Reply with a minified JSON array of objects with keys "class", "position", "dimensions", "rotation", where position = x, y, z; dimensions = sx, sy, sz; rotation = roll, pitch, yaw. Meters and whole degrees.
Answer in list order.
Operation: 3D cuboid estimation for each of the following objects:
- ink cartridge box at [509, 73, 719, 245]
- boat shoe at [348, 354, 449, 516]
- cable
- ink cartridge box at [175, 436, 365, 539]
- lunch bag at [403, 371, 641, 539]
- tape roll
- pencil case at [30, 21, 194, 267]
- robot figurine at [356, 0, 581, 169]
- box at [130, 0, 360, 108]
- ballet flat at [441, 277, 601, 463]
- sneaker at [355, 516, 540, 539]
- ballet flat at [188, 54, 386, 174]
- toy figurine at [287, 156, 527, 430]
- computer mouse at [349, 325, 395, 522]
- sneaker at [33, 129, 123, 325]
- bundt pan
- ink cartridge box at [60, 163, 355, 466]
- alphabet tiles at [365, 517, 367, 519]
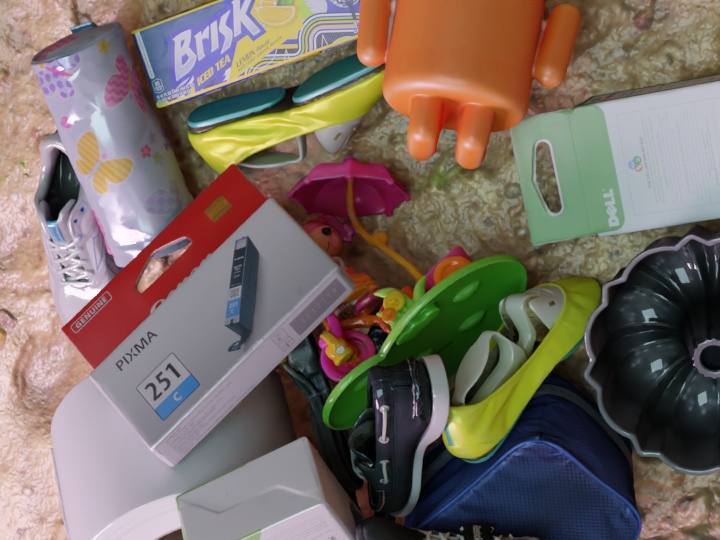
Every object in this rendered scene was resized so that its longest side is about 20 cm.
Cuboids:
[{"class":"ink cartridge box","position":[0.224,-0.088,1.589],"dimensions":[0.199,0.059,0.105],"rotation":[-9,99,20]},{"class":"boat shoe","position":[0.020,0.128,1.578],"dimensions":[0.060,0.076,0.201],"rotation":[-3,142,-13]},{"class":"cable","position":[-0.051,0.090,1.692],"dimensions":[0.050,0.097,0.201],"rotation":[-20,90,9]},{"class":"ink cartridge box","position":[-0.049,0.226,1.597],"dimensions":[0.116,0.200,0.068],"rotation":[-25,49,5]},{"class":"lunch bag","position":[0.123,0.187,1.647],"dimensions":[0.136,0.133,0.200],"rotation":[42,114,-15]},{"class":"tape roll","position":[-0.144,0.173,1.672],"dimensions":[0.202,0.202,0.140],"rotation":[-34,52,22]},{"class":"pencil case","position":[-0.197,-0.104,1.691],"dimensions":[0.083,0.091,0.201],"rotation":[-13,110,27]},{"class":"robot figurine","position":[0.082,-0.182,1.569],"dimensions":[0.143,0.116,0.202],"rotation":[-1,74,39]},{"class":"box","position":[-0.080,-0.196,1.665],"dimensions":[0.199,0.064,0.071],"rotation":[-17,96,22]},{"class":"ballet flat","position":[0.121,0.059,1.589],"dimensions":[0.067,0.200,0.067],"rotation":[4,136,47]},{"class":"sneaker","position":[0.091,0.222,1.556],"dimensions":[0.199,0.074,0.089],"rotation":[29,117,-20]},{"class":"ballet flat","position":[-0.047,-0.124,1.667],"dimensions":[0.199,0.067,0.067],"rotation":[-16,113,25]},{"class":"toy figurine","position":[0.000,0.000,1.636],"dimensions":[0.200,0.150,0.184],"rotation":[-37,63,-10]},{"class":"computer mouse","position":[0.023,0.129,1.702],"dimensions":[0.058,0.034,0.202],"rotation":[9,92,15]},{"class":"sneaker","position":[-0.247,-0.029,1.746],"dimensions":[0.074,0.087,0.202],"rotation":[-2,102,17]},{"class":"bundt pan","position":[0.274,0.053,1.584],"dimensions":[0.200,0.076,0.203],"rotation":[4,112,10]},{"class":"ink cartridge box","position":[-0.130,0.023,1.597],"dimensions":[0.200,0.045,0.176],"rotation":[-44,56,-2]},{"class":"alphabet tiles","position":[-0.055,0.264,1.702],"dimensions":[0.198,0.006,0.167],"rotation":[-12,143,-7]}]
